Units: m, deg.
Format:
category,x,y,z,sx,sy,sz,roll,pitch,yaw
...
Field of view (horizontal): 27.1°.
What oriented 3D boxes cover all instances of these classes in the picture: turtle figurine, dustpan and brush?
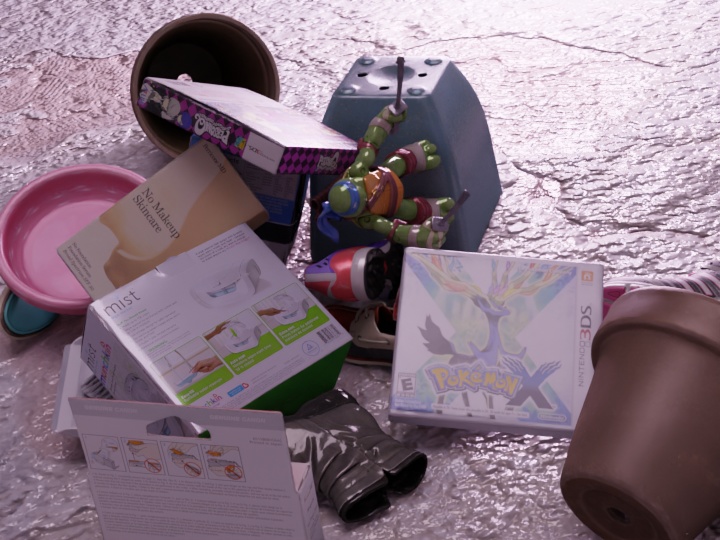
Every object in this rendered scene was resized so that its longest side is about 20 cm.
category,x,y,z,sx,sy,sz,roll,pitch,yaw
turtle figurine,0.060,-0.096,1.549,0.144,0.200,0.194,42,17,13
dustpan and brush,-0.200,0.118,1.501,0.199,0.057,0.140,14,36,-14

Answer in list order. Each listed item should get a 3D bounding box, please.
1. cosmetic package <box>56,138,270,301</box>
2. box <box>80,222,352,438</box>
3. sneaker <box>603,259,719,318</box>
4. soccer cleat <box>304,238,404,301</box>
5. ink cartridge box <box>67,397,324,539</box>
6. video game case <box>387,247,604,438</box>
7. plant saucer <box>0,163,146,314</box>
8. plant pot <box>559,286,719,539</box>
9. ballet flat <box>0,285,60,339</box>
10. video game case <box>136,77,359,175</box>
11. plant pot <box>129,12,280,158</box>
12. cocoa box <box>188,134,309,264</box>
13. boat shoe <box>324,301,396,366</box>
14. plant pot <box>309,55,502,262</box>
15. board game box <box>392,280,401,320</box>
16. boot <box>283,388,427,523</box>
category,x,y,z,sx,sy,sz,roll,pitch,yaw
cosmetic package,-0.203,-0.039,1.557,0.200,0.105,0.071,-39,-5,-2
box,-0.142,0.074,1.462,0.200,0.097,0.176,-31,66,-34
sneaker,0.337,0.032,1.517,0.199,0.074,0.088,5,32,11
soccer cleat,0.000,0.000,1.586,0.073,0.069,0.200,0,3,14
ink cartridge box,-0.140,0.174,1.286,0.199,0.174,0.044,2,31,17
video game case,0.133,0.068,1.439,0.199,0.022,0.183,5,62,4
plant saucer,-0.306,-0.028,1.663,0.199,0.051,0.201,0,53,0
plant pot,0.256,0.142,1.264,0.199,0.201,0.175,18,57,37
ballet flat,-0.367,0.022,1.719,0.069,0.070,0.200,8,32,25
video game case,-0.107,-0.149,1.566,0.181,0.036,0.200,27,14,22
plant pot,-0.225,-0.254,2.042,0.199,0.201,0.173,-16,16,-13
cocoa box,-0.129,-0.096,1.708,0.132,0.132,0.200,12,15,-1
boat shoe,0.030,0.064,1.543,0.199,0.063,0.071,19,41,39
plant pot,0.048,-0.139,1.748,0.195,0.201,0.197,3,32,17
board game box,0.091,0.023,1.567,0.102,0.020,0.200,5,14,4
boot,-0.046,0.186,1.358,0.199,0.068,0.131,-26,41,-26
